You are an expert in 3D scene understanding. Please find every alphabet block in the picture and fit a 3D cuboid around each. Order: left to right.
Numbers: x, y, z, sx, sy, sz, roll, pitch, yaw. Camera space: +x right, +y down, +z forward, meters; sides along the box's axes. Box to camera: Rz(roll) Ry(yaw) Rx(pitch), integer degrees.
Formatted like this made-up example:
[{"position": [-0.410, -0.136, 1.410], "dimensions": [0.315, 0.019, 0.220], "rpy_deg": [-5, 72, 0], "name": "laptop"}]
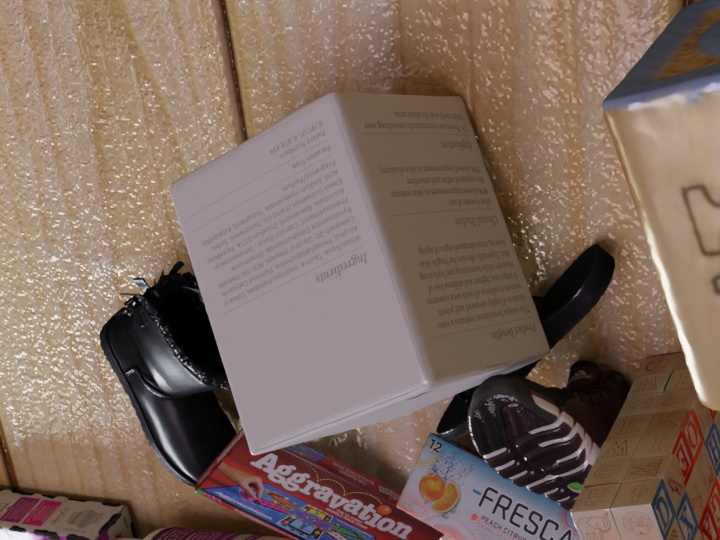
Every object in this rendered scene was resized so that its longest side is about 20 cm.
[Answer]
[{"position": [0.281, -0.059, 0.811], "dimensions": [0.195, 0.195, 0.202], "rpy_deg": [-10, 110, 35], "name": "alphabet block"}]

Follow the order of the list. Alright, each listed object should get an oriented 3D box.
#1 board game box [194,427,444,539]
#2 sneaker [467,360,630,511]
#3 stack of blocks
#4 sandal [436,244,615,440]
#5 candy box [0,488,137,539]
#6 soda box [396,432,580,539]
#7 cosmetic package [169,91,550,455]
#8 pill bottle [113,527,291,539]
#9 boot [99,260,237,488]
[{"position": [-0.033, 0.201, 1.195], "dimensions": [0.199, 0.020, 0.103], "rpy_deg": [29, 129, -16], "name": "board game box"}, {"position": [0.145, 0.102, 1.013], "dimensions": [0.075, 0.117, 0.200], "rpy_deg": [-22, 134, 31], "name": "sneaker"}, {"position": [0.217, 0.155, 0.960], "dimensions": [0.058, 0.200, 0.116], "rpy_deg": [-13, 110, 32], "name": "stack of blocks"}, {"position": [0.111, 0.048, 1.040], "dimensions": [0.048, 0.076, 0.201], "rpy_deg": [34, 120, -8], "name": "sandal"}, {"position": [-0.313, 0.301, 1.426], "dimensions": [0.198, 0.061, 0.138], "rpy_deg": [2, 119, 28], "name": "candy box"}, {"position": [0.131, 0.202, 1.095], "dimensions": [0.198, 0.064, 0.069], "rpy_deg": [26, 88, 20], "name": "soda box"}, {"position": [0.000, 0.000, 0.975], "dimensions": [0.165, 0.167, 0.202], "rpy_deg": [-24, 79, 34], "name": "cosmetic package"}, {"position": [-0.152, 0.301, 1.305], "dimensions": [0.198, 0.112, 0.114], "rpy_deg": [-1, 116, 30], "name": "pill bottle"}, {"position": [-0.142, 0.094, 1.178], "dimensions": [0.199, 0.073, 0.162], "rpy_deg": [57, 149, -3], "name": "boot"}]
